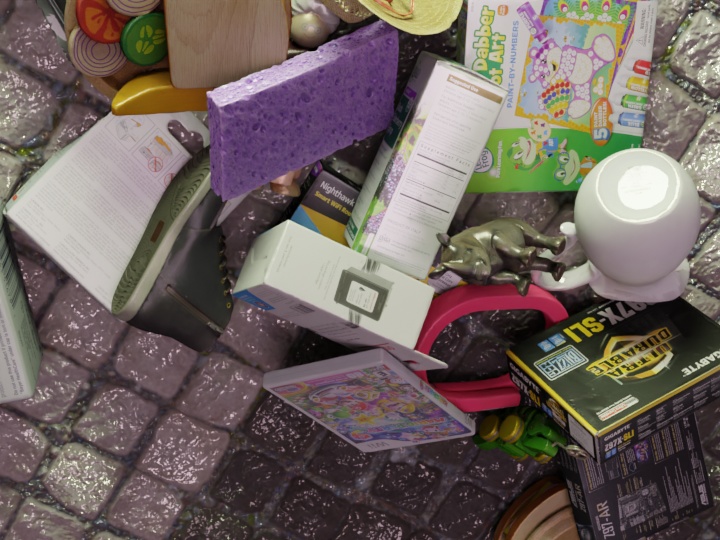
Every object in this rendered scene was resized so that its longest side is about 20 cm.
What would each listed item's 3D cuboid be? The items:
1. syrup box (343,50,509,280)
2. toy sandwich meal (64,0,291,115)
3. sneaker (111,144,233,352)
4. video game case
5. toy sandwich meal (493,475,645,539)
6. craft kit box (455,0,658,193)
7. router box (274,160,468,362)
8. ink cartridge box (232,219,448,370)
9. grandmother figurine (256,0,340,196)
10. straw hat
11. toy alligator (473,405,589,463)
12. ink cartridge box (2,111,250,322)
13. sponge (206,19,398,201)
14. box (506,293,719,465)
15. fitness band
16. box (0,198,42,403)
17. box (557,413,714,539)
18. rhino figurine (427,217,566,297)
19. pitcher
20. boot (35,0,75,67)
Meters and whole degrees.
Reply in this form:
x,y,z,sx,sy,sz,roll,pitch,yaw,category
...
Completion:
x,y,z,sx,sy,sz,roll,pitch,yaw,category
0.060,-0.102,1.064,0.081,0.079,0.201,19,103,-15,syrup box
-0.158,-0.210,0.980,0.204,0.070,0.206,-11,132,-12,toy sandwich meal
-0.153,-0.023,1.089,0.106,0.075,0.201,29,94,-30,sneaker
0.013,0.140,1.151,0.143,0.018,0.200,-15,146,28,video game case
0.247,0.342,1.323,0.204,0.070,0.206,-8,115,-18,toy sandwich meal
0.193,-0.180,1.125,0.196,0.049,0.201,-1,111,-6,craft kit box
0.000,0.000,1.156,0.199,0.051,0.150,30,102,-18,router box
-0.011,0.029,1.068,0.199,0.116,0.067,25,75,-17,ink cartridge box
-0.063,-0.175,1.077,0.121,0.061,0.201,5,112,-25,grandmother figurine
-0.002,-0.276,1.012,0.201,0.202,0.085,36,135,-20,straw hat
0.190,0.173,1.199,0.059,0.200,0.054,34,70,-21,toy alligator
-0.229,-0.074,1.108,0.200,0.050,0.162,-47,112,-10,ink cartridge box
-0.051,-0.148,1.023,0.199,0.030,0.112,-27,144,-26,sponge
0.277,0.098,1.153,0.199,0.160,0.050,-24,126,-16,box
0.136,0.081,1.188,0.199,0.037,0.144,-2,117,-29,fitness band
-0.432,0.042,1.077,0.199,0.105,0.185,-10,112,-6,box
0.304,0.200,1.246,0.159,0.044,0.201,-20,102,-17,box
0.125,-0.013,1.052,0.087,0.200,0.060,23,108,27,rhino figurine
0.255,-0.034,1.124,0.170,0.122,0.200,-11,154,7,pitcher
-0.207,-0.297,1.002,0.199,0.066,0.165,-24,121,4,boot
